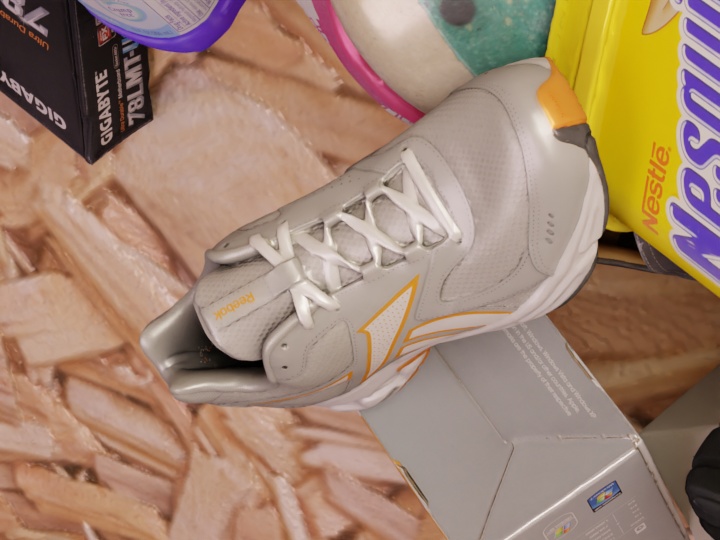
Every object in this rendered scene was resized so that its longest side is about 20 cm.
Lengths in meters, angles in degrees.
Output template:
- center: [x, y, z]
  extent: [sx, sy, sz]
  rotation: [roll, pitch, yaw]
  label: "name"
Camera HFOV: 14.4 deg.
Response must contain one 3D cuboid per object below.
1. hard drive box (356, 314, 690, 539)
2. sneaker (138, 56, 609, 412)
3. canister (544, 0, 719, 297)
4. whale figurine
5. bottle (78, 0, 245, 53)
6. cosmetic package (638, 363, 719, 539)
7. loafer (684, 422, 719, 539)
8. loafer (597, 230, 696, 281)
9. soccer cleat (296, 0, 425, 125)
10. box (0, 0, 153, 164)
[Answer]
- center: [0.053, 0.065, 1.087]
  extent: [0.156, 0.077, 0.200]
  rotation: [54, 179, 30]
  label: "hard drive box"
- center: [0.000, 0.000, 0.913]
  extent: [0.200, 0.092, 0.076]
  rotation: [-43, 65, 49]
  label: "sneaker"
- center: [0.149, -0.043, 0.838]
  extent: [0.200, 0.086, 0.149]
  rotation: [41, 131, 43]
  label: "canister"
- center: [0.029, -0.148, 0.941]
  extent: [0.104, 0.159, 0.200]
  rotation: [-24, 100, 24]
  label: "whale figurine"
- center: [-0.119, -0.156, 1.125]
  extent: [0.083, 0.065, 0.200]
  rotation: [26, 173, 34]
  label: "bottle"
- center: [0.197, 0.073, 0.982]
  extent: [0.105, 0.071, 0.200]
  rotation: [60, 152, -11]
  label: "cosmetic package"
- center: [0.190, 0.091, 0.875]
  extent: [0.200, 0.068, 0.070]
  rotation: [16, 153, 46]
  label: "loafer"
- center: [0.123, -0.021, 0.987]
  extent: [0.200, 0.072, 0.073]
  rotation: [5, 126, 55]
  label: "loafer"
- center: [-0.012, -0.141, 1.079]
  extent: [0.200, 0.070, 0.086]
  rotation: [58, 168, -4]
  label: "soccer cleat"
- center: [-0.180, -0.176, 1.308]
  extent: [0.200, 0.050, 0.199]
  rotation: [39, 149, 26]
  label: "box"
